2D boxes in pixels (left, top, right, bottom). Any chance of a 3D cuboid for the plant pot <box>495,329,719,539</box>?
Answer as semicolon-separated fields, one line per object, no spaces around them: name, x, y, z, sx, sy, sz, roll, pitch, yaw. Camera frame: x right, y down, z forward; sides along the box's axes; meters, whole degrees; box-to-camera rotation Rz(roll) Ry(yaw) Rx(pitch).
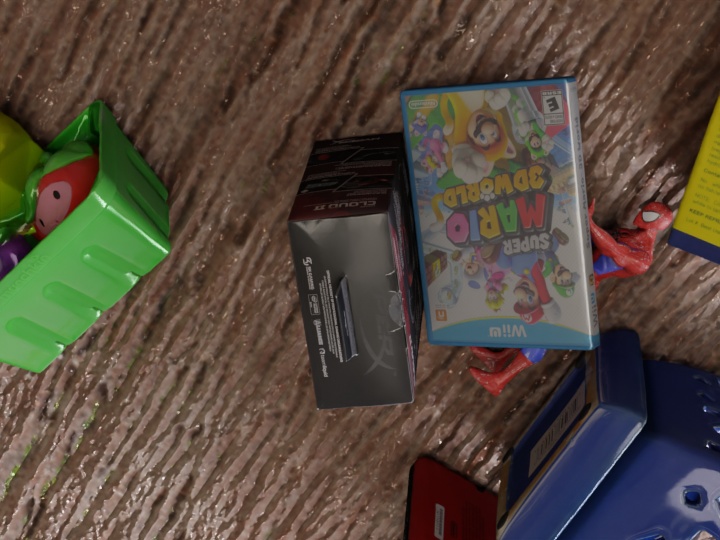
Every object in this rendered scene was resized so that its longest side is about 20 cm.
plant pot;0.217;0.173;1.158;0.180;0.200;0.200;33;111;-3

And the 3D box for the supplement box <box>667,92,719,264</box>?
supplement box;0.313;-0.100;1.063;0.109;0.109;0.201;24;115;19

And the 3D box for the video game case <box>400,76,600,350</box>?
video game case;0.104;-0.041;1.118;0.143;0.018;0.201;0;103;33

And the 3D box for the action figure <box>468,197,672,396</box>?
action figure;0.148;0.000;1.158;0.200;0.065;0.099;-40;108;19

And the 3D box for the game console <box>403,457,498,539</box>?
game console;0.085;0.275;1.204;0.172;0.200;0.119;31;111;-8

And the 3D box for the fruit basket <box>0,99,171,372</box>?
fruit basket;-0.272;-0.050;1.141;0.215;0.156;0.216;-5;126;-6

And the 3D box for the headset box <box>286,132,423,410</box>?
headset box;0.000;0.000;1.098;0.075;0.200;0.149;-6;113;7
